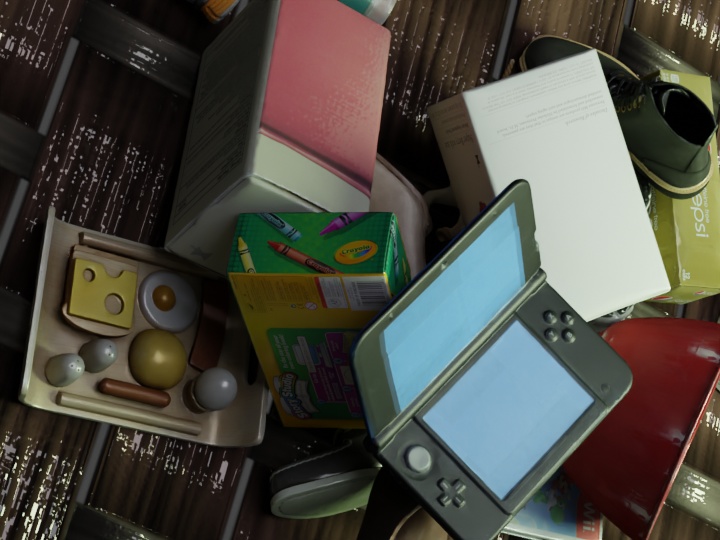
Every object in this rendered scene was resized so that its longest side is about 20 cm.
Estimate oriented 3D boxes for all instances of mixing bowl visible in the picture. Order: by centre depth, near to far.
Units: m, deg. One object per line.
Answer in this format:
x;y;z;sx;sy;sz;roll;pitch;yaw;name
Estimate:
0.226;0.115;1.662;0.108;0.201;0.201;25;59;11;mixing bowl

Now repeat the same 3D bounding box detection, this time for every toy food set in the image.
-0.156;0.043;1.505;0.198;0.060;0.145;16;69;-30;toy food set

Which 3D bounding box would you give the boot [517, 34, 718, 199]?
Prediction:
0.227;-0.155;1.729;0.199;0.138;0.078;35;80;11;boot

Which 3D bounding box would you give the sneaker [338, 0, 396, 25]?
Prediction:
0.009;-0.302;1.700;0.080;0.071;0.202;30;64;-29;sneaker

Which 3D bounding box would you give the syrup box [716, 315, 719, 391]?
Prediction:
0.394;0.028;1.866;0.081;0.079;0.201;35;61;-22;syrup box

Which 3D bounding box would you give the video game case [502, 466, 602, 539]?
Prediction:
0.124;0.148;1.691;0.198;0.017;0.145;16;69;-30;video game case

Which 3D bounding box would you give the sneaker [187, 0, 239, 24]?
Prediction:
-0.104;-0.299;1.624;0.077;0.078;0.201;28;62;-14;sneaker

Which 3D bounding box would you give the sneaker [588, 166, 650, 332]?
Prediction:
0.209;-0.018;1.770;0.073;0.080;0.201;13;52;3;sneaker

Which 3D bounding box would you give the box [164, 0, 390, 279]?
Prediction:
-0.061;-0.101;1.540;0.108;0.128;0.202;25;52;-25;box

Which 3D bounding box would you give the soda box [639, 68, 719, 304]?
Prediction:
0.282;-0.074;1.825;0.063;0.068;0.202;4;75;-33;soda box

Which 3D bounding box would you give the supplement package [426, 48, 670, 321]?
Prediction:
0.149;-0.059;1.615;0.119;0.121;0.202;-19;92;-12;supplement package

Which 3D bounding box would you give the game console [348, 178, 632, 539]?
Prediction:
0.099;0.069;1.458;0.171;0.118;0.200;45;67;4;game console

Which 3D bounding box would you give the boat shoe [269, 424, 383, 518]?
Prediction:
0.014;0.145;1.584;0.199;0.072;0.061;-11;67;-25;boat shoe

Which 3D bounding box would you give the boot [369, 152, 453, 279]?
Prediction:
0.000;0.000;1.622;0.200;0.070;0.146;43;69;-3;boot

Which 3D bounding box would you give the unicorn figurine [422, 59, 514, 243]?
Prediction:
0.110;-0.054;1.712;0.138;0.073;0.201;-49;122;-33;unicorn figurine

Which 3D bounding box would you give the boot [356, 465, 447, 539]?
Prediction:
0.080;0.230;1.563;0.200;0.064;0.187;41;86;-34;boot

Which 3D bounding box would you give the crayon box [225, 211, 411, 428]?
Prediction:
-0.018;0.041;1.497;0.201;0.117;0.059;74;21;-50;crayon box
